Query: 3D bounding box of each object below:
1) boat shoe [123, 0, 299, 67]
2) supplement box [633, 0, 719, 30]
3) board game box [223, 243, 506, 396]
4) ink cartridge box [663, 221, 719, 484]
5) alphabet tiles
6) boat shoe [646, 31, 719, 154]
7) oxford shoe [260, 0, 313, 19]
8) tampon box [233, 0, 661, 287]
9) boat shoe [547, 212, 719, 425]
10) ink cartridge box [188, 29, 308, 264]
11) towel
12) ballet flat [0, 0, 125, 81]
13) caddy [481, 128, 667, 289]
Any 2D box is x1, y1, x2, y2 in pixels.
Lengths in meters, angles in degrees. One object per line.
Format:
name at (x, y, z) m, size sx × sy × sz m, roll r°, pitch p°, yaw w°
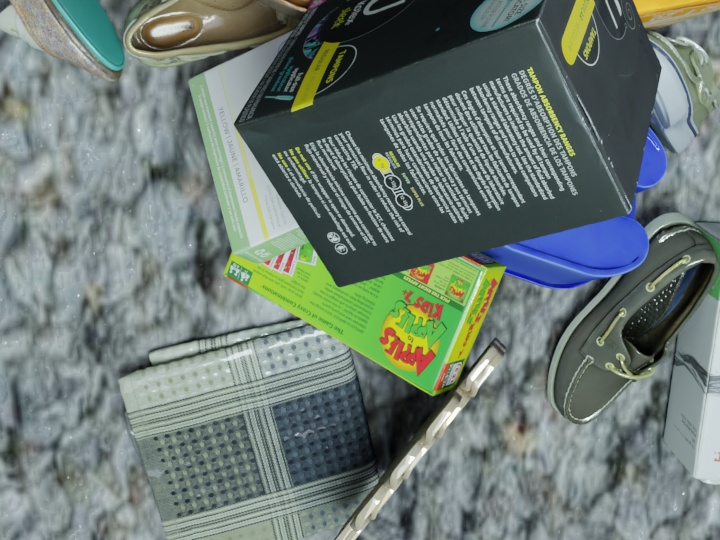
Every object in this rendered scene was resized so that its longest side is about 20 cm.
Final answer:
boat shoe at (-0.080, -0.196, 0.844) m, size 0.197 × 0.063 × 0.074 m, roll -23°, pitch 106°, yaw 0°
supplement box at (0.181, -0.203, 0.798) m, size 0.124 × 0.200 × 0.075 m, roll -11°, pitch 97°, yaw -2°
board game box at (0.000, 0.000, 0.864) m, size 0.198 × 0.047 × 0.103 m, roll 28°, pitch 104°, yaw 22°
ink cartridge box at (0.345, 0.069, 0.956) m, size 0.143 × 0.084 × 0.204 m, roll 3°, pitch 105°, yaw -7°
alphabet tiles at (0.046, 0.136, 0.886) m, size 0.015 × 0.196 × 0.201 m, roll 39°, pitch 96°, yaw 6°
boat shoe at (0.227, -0.142, 0.840) m, size 0.072 × 0.200 × 0.062 m, roll 44°, pitch 99°, yaw 19°
oxford shoe at (0.016, -0.202, 0.784) m, size 0.196 × 0.072 × 0.072 m, roll 5°, pitch 122°, yaw -10°
tampon box at (0.056, -0.103, 0.670) m, size 0.197 × 0.151 × 0.127 m, roll -14°, pitch 124°, yaw 32°
boat shoe at (0.221, 0.051, 0.934) m, size 0.071 × 0.061 × 0.204 m, roll 16°, pitch 116°, yaw -26°
ink cartridge box at (-0.016, -0.109, 0.829) m, size 0.197 × 0.048 × 0.148 m, roll -22°, pitch 72°, yaw 16°
towel at (-0.090, 0.144, 0.961) m, size 0.196 × 0.035 × 0.196 m, roll -14°, pitch 110°, yaw -5°
ballet flat at (-0.248, -0.215, 0.828) m, size 0.067 × 0.068 × 0.202 m, roll -27°, pitch 102°, yaw 22°
caddy at (0.139, -0.066, 0.886) m, size 0.197 × 0.105 × 0.144 m, roll 17°, pitch 84°, yaw -16°
